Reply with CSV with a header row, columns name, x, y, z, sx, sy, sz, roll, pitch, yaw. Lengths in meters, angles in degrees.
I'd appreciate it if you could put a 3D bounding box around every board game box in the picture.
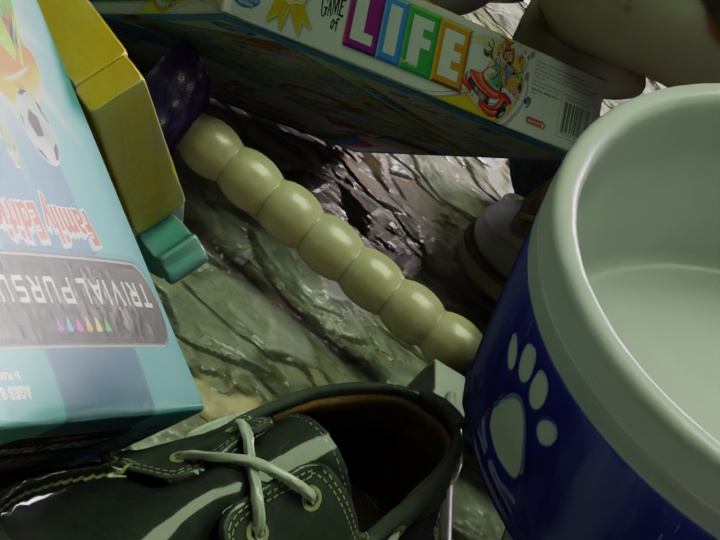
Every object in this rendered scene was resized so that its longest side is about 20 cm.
name,x,y,z,sx,sy,sz,roll,pitch,yaw
board game box,-0.118,-0.046,0.638,0.201,0.047,0.151,67,13,7
board game box,-0.021,-0.084,0.951,0.134,0.034,0.200,5,-9,45

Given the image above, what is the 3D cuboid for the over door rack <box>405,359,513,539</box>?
name,x,y,z,sx,sy,sz,roll,pitch,yaw
over door rack,0.085,0.109,0.779,0.147,0.067,0.200,32,21,-19

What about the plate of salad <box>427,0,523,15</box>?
name,x,y,z,sx,sy,sz,roll,pitch,yaw
plate of salad,-0.030,-0.134,1.014,0.199,0.048,0.200,9,5,-1

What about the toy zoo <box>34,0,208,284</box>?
name,x,y,z,sx,sy,sz,roll,pitch,yaw
toy zoo,-0.108,-0.077,0.788,0.200,0.020,0.131,52,-13,18

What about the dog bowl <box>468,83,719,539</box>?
name,x,y,z,sx,sy,sz,roll,pitch,yaw
dog bowl,0.135,0.039,0.730,0.199,0.079,0.201,15,39,-12

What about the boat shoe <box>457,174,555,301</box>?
name,x,y,z,sx,sy,sz,roll,pitch,yaw
boat shoe,0.093,-0.004,0.985,0.074,0.069,0.200,23,10,-17

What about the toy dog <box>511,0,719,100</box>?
name,x,y,z,sx,sy,sz,roll,pitch,yaw
toy dog,0.174,-0.109,0.986,0.199,0.140,0.194,24,-6,9

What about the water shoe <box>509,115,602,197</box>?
name,x,y,z,sx,sy,sz,roll,pitch,yaw
water shoe,0.134,-0.035,1.068,0.079,0.072,0.200,-20,24,-17

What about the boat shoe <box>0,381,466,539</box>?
name,x,y,z,sx,sy,sz,roll,pitch,yaw
boat shoe,-0.038,0.063,0.667,0.072,0.068,0.200,47,24,22

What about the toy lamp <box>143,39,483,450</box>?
name,x,y,z,sx,sy,sz,roll,pitch,yaw
toy lamp,0.000,0.000,0.882,0.200,0.058,0.058,37,20,0
